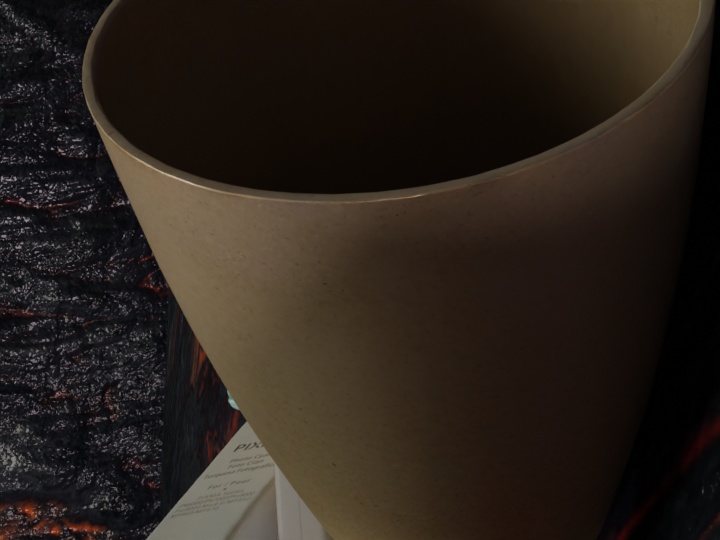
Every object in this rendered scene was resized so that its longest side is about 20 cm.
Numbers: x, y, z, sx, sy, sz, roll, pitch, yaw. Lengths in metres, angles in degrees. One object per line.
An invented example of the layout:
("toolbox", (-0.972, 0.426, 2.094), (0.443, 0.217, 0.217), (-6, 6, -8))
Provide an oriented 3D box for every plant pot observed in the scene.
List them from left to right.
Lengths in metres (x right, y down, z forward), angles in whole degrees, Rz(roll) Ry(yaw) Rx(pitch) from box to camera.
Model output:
("plant pot", (0.024, 0.004, 0.697), (0.188, 0.186, 0.201), (-100, 0, -53))

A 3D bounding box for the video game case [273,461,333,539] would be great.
("video game case", (0.014, 0.132, 0.828), (0.182, 0.024, 0.201), (52, -153, -52))

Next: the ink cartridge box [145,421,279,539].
("ink cartridge box", (-0.002, 0.129, 0.865), (0.200, 0.047, 0.161), (-48, -59, -55))

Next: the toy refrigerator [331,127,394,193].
("toy refrigerator", (-0.026, -0.042, 0.867), (0.200, 0.076, 0.070), (-69, -8, -82))

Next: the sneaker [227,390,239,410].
("sneaker", (-0.037, 0.040, 1.266), (0.200, 0.086, 0.078), (107, 162, -58))

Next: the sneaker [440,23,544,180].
("sneaker", (0.054, -0.010, 0.812), (0.200, 0.075, 0.081), (100, 155, -47))
